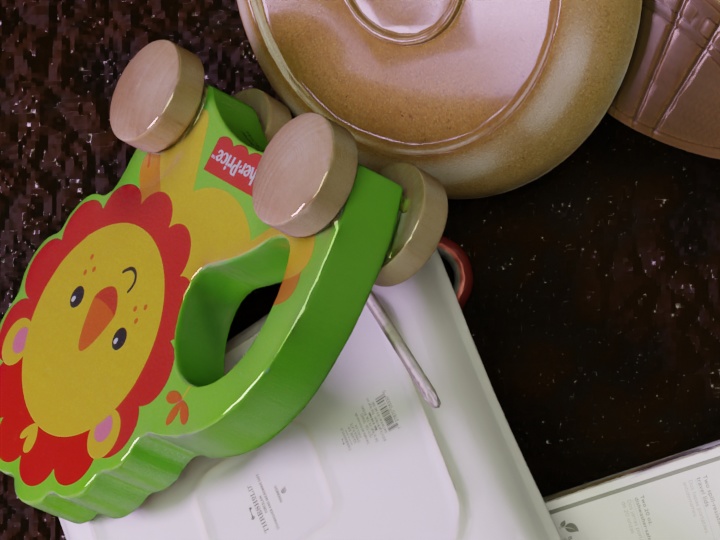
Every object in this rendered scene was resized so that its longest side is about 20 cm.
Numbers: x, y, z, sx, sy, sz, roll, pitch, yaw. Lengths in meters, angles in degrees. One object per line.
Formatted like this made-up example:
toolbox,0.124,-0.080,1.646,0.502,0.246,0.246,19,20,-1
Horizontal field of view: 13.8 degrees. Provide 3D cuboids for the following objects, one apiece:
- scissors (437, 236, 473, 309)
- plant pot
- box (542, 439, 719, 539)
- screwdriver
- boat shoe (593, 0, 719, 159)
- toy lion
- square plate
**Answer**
scissors,-0.014,0.066,1.243,0.073,0.014,0.201,21,90,11
plant pot,0.021,-0.124,1.198,0.199,0.027,0.201,12,110,34
box,0.095,0.144,1.181,0.199,0.060,0.117,-20,86,10
screwdriver,0.000,0.000,1.172,0.028,0.200,0.029,5,111,-21
boat shoe,0.104,-0.114,1.205,0.200,0.072,0.072,32,119,23
toy lion,-0.075,0.017,1.188,0.200,0.069,0.192,28,91,55
square plate,-0.032,0.095,1.179,0.198,0.028,0.200,-34,49,13
